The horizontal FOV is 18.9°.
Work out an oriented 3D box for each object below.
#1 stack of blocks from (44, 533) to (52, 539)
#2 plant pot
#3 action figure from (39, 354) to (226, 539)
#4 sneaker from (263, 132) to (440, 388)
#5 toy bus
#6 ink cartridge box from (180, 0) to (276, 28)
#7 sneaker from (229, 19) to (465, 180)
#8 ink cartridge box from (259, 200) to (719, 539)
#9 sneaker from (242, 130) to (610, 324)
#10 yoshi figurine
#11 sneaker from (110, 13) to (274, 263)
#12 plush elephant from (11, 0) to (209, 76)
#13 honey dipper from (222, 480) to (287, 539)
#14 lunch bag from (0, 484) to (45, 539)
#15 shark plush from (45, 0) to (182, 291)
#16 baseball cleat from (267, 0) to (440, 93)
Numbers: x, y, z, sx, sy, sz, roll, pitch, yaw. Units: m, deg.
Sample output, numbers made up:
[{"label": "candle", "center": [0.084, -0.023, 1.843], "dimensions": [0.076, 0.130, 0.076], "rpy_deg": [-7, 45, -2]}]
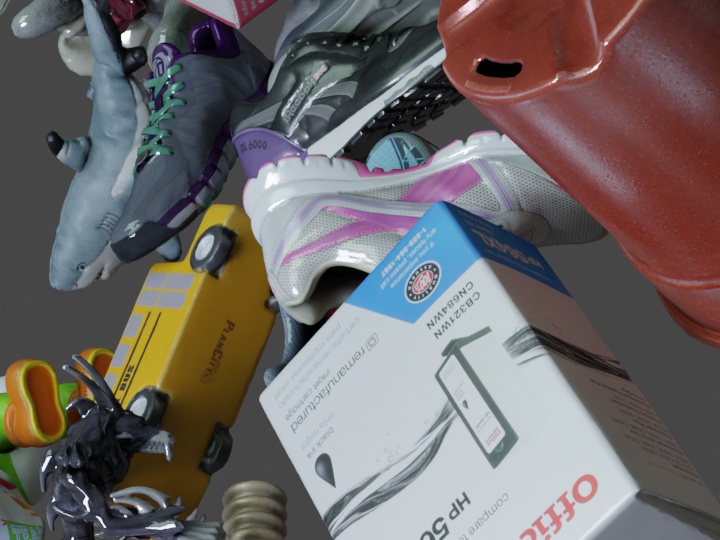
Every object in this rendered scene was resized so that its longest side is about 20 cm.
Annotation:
[{"label": "stack of blocks", "center": [-0.220, 0.222, 1.332], "dimensions": [0.116, 0.058, 0.200], "rpy_deg": [-59, 33, -3]}, {"label": "plant pot", "center": [0.151, -0.095, 0.992], "dimensions": [0.200, 0.195, 0.202], "rpy_deg": [-32, 40, 32]}, {"label": "action figure", "center": [-0.127, 0.149, 1.203], "dimensions": [0.119, 0.101, 0.202], "rpy_deg": [-132, 43, -80]}, {"label": "sneaker", "center": [0.000, 0.000, 1.197], "dimensions": [0.079, 0.095, 0.201], "rpy_deg": [-20, 49, 44]}, {"label": "toy bus", "center": [-0.109, 0.061, 1.316], "dimensions": [0.078, 0.065, 0.201], "rpy_deg": [-1, 63, 53]}, {"label": "ink cartridge box", "center": [-0.057, -0.260, 1.404], "dimensions": [0.200, 0.083, 0.146], "rpy_deg": [-38, 42, -22]}, {"label": "sneaker", "center": [-0.004, -0.115, 1.284], "dimensions": [0.200, 0.076, 0.088], "rpy_deg": [-36, 75, 28]}, {"label": "ink cartridge box", "center": [0.058, 0.090, 1.024], "dimensions": [0.146, 0.084, 0.200], "rpy_deg": [-47, 47, 16]}, {"label": "sneaker", "center": [0.039, -0.012, 1.126], "dimensions": [0.198, 0.082, 0.089], "rpy_deg": [-7, 61, 8]}, {"label": "yoshi figurine", "center": [-0.248, 0.086, 1.449], "dimensions": [0.199, 0.112, 0.112], "rpy_deg": [-22, 31, 45]}, {"label": "sneaker", "center": [-0.121, -0.089, 1.377], "dimensions": [0.074, 0.088, 0.200], "rpy_deg": [-27, 21, 41]}, {"label": "plush elephant", "center": [-0.183, -0.210, 1.555], "dimensions": [0.154, 0.166, 0.200], "rpy_deg": [-22, 17, 23]}, {"label": "honey dipper", "center": [-0.055, 0.206, 1.159], "dimensions": [0.038, 0.038, 0.201], "rpy_deg": [-32, 44, 32]}, {"label": "lunch bag", "center": [-0.277, 0.189, 1.313], "dimensions": [0.200, 0.075, 0.161], "rpy_deg": [18, 80, 57]}, {"label": "shark plush", "center": [-0.166, -0.078, 1.418], "dimensions": [0.091, 0.083, 0.201], "rpy_deg": [-119, 27, -45]}, {"label": "baseball cleat", "center": [0.010, -0.176, 1.353], "dimensions": [0.199, 0.070, 0.107], "rpy_deg": [-33, 41, 31]}]
